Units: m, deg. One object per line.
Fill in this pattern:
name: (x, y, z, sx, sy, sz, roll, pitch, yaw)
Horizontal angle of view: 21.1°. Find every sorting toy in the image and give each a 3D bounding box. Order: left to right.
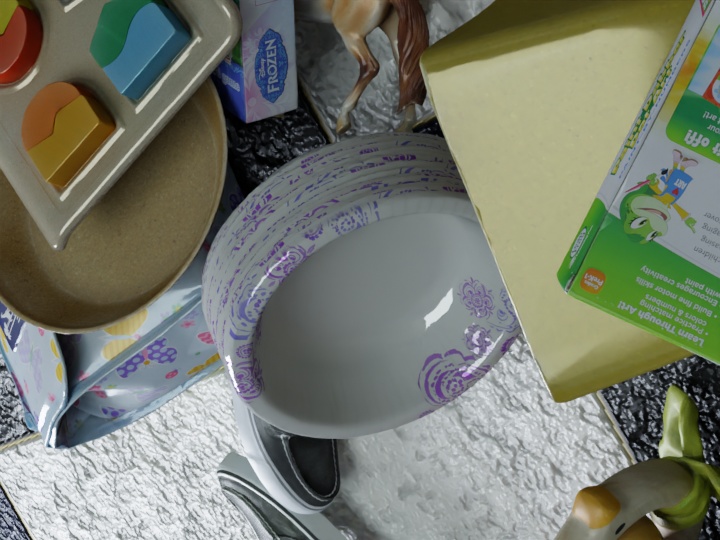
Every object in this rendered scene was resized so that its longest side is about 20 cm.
sorting toy: (-0.179, -0.142, 1.197, 0.200, 0.036, 0.185, -49, 58, 20)

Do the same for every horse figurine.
horse figurine: (-0.019, -0.154, 1.200, 0.200, 0.050, 0.133, 20, 112, 42)

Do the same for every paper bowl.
paper bowl: (0.000, 0.000, 1.191, 0.104, 0.200, 0.201, -117, 32, -44)

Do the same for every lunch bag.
lunch bag: (-0.172, 0.007, 1.305, 0.200, 0.127, 0.170, -33, 66, 23)

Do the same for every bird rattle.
bird rattle: (0.163, 0.171, 1.179, 0.113, 0.163, 0.200, 49, 129, 33)

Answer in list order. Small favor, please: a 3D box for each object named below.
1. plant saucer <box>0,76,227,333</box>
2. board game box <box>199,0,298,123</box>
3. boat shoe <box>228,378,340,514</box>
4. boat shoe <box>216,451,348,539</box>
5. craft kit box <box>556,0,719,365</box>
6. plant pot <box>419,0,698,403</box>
plant saucer: (-0.159, -0.055, 1.221, 0.200, 0.035, 0.200, -8, 73, 28)
board game box: (-0.109, -0.220, 1.203, 0.200, 0.041, 0.200, 36, 137, 47)
boat shoe: (-0.047, 0.078, 1.362, 0.066, 0.070, 0.200, -7, 102, 44)
boat shoe: (-0.041, 0.217, 1.420, 0.200, 0.064, 0.071, 42, 162, 12)
craft kit box: (0.222, -0.038, 0.888, 0.200, 0.049, 0.198, 25, 98, -6)
plant pot: (0.182, -0.075, 0.997, 0.200, 0.196, 0.194, -16, 104, 28)
